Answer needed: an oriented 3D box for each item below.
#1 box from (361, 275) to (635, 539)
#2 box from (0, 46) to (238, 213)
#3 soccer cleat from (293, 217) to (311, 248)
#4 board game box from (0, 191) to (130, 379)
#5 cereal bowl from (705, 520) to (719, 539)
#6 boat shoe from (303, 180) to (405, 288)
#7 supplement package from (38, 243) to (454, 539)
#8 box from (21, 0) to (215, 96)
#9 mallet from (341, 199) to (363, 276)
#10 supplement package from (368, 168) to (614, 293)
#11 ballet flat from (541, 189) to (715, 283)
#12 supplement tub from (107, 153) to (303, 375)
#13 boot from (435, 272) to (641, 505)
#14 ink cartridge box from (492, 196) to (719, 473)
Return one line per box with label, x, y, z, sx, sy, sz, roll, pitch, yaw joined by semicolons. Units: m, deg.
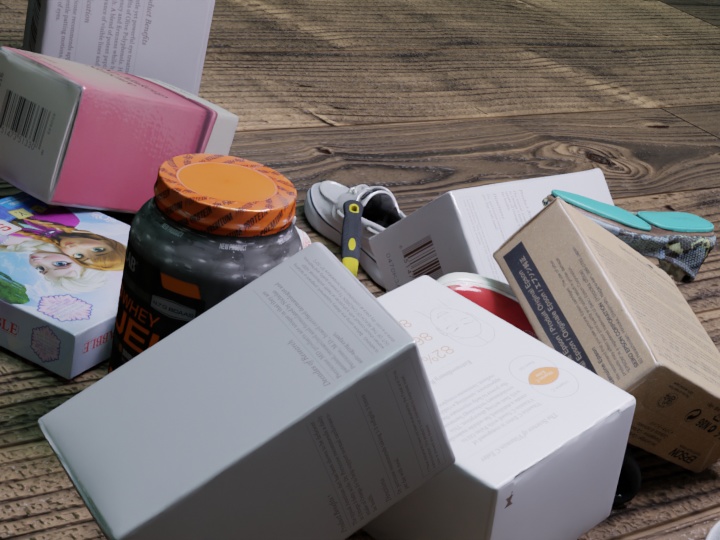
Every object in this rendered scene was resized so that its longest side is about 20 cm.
box;0.061;0.112;1.030;0.152;0.107;0.200;-24;43;-39
box;-0.231;-0.122;1.352;0.127;0.110;0.199;26;13;35
soccer cleat;-0.080;-0.009;1.301;0.085;0.069;0.200;2;21;-13
board game box;-0.252;0.003;1.214;0.199;0.041;0.200;23;25;20
cereal bowl;0.302;0.237;0.936;0.199;0.084;0.200;11;25;-5
boat shoe;0.012;-0.050;1.433;0.073;0.066;0.200;-6;30;-35
supplement package;-0.065;0.101;0.877;0.199;0.117;0.117;-33;46;-13
box;-0.260;-0.244;1.553;0.170;0.200;0.200;5;25;-18
mallet;0.000;0.000;1.310;0.065;0.041;0.200;14;36;1
supplement package;0.127;-0.006;1.284;0.199;0.117;0.118;-9;76;-41
ballet flat;0.223;-0.020;1.248;0.199;0.075;0.074;8;22;-36
supplement tub;-0.109;0.029;1.037;0.122;0.201;0.123;10;23;-5
boot;0.130;0.091;1.116;0.200;0.072;0.145;36;21;-18
ink cartridge box;0.208;0.055;1.146;0.200;0.075;0.165;27;29;-48
